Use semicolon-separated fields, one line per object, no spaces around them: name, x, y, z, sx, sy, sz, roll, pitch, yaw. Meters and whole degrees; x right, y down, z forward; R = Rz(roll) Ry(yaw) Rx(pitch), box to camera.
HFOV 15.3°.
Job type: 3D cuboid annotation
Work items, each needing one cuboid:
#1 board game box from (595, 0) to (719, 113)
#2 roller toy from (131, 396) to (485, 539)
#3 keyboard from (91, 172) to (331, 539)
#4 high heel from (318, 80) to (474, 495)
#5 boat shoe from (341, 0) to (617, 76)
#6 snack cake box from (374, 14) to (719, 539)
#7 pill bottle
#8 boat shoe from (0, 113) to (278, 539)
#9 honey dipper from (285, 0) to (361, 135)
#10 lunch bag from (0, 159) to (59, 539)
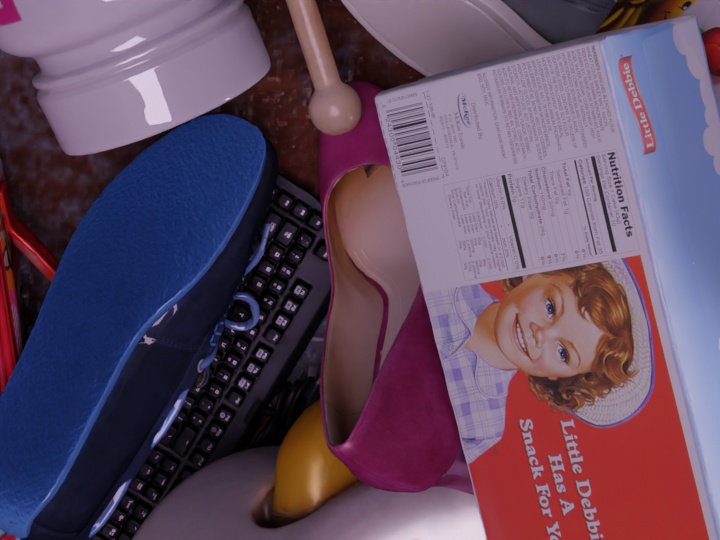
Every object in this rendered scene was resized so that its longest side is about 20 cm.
board game box;0.184;-0.062;1.030;0.200;0.035;0.126;33;90;29
roller toy;-0.004;0.167;1.131;0.182;0.140;0.200;39;68;-36
keyboard;-0.064;0.055;1.189;0.104;0.040;0.200;29;107;-5
high heel;0.000;0.000;1.094;0.067;0.096;0.200;-28;62;32
boat shoe;0.081;-0.104;1.133;0.200;0.073;0.062;25;63;3
snack cake box;0.089;0.013;1.025;0.115;0.067;0.200;-10;95;41
pill bottle;-0.117;-0.156;1.089;0.113;0.113;0.200;-21;104;9
boat shoe;-0.098;0.025;1.151;0.084;0.069;0.200;31;82;33
honey dipper;-0.039;-0.151;1.113;0.038;0.038;0.200;-15;97;8
lunch bag;-0.211;0.032;1.173;0.176;0.082;0.200;-7;106;1
